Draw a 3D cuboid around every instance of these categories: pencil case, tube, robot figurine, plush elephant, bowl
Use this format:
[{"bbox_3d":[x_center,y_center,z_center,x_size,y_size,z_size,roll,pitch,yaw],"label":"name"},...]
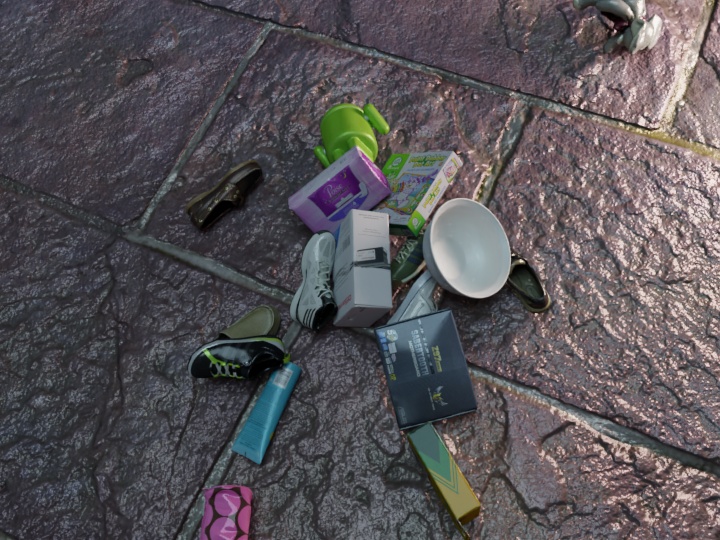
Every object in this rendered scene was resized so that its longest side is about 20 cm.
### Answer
[{"bbox_3d":[-0.252,0.493,1.322,0.093,0.091,0.201,15,60,-24],"label":"pencil case"},{"bbox_3d":[-0.181,0.273,1.439,0.077,0.050,0.201,13,68,38],"label":"tube"},{"bbox_3d":[-0.028,-0.295,1.634,0.175,0.115,0.201,-38,40,20],"label":"robot figurine"},{"bbox_3d":[0.616,-0.571,1.690,0.199,0.164,0.156,3,101,43],"label":"plush elephant"},{"bbox_3d":[0.195,-0.034,1.455,0.200,0.090,0.203,9,71,-28],"label":"bowl"}]

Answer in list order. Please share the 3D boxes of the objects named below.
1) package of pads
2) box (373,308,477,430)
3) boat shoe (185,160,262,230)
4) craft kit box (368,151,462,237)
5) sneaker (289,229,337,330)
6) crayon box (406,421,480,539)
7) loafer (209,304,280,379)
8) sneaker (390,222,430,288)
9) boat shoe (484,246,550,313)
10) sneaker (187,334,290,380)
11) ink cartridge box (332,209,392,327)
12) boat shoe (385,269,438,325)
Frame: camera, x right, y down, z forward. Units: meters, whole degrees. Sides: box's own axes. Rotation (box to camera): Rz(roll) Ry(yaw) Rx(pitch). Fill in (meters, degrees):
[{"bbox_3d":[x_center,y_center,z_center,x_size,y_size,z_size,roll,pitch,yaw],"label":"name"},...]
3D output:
[{"bbox_3d":[-0.045,-0.160,1.549,0.200,0.121,0.076,-36,26,16],"label":"package of pads"},{"bbox_3d":[0.124,0.188,1.404,0.156,0.051,0.202,-14,83,0],"label":"box"},{"bbox_3d":[-0.298,-0.166,1.652,0.200,0.070,0.070,-40,59,-2],"label":"boat shoe"},{"bbox_3d":[0.093,-0.164,1.554,0.199,0.049,0.198,7,56,51],"label":"craft kit box"},{"bbox_3d":[-0.070,0.025,1.474,0.115,0.075,0.202,25,102,51],"label":"sneaker"},{"bbox_3d":[0.156,0.378,1.299,0.051,0.127,0.201,-29,65,-7],"label":"crayon box"},{"bbox_3d":[-0.247,0.144,1.496,0.076,0.068,0.200,42,78,20],"label":"loafer"},{"bbox_3d":[0.111,-0.050,1.520,0.199,0.090,0.067,-32,29,-11],"label":"sneaker"},{"bbox_3d":[0.316,-0.004,1.493,0.073,0.065,0.200,-37,65,-10],"label":"boat shoe"},{"bbox_3d":[-0.237,0.176,1.419,0.198,0.072,0.083,-14,35,-9],"label":"sneaker"},{"bbox_3d":[0.000,0.000,1.473,0.084,0.145,0.202,5,69,-17],"label":"ink cartridge box"},{"bbox_3d":[0.123,0.089,1.470,0.086,0.075,0.202,32,75,21],"label":"boat shoe"}]
